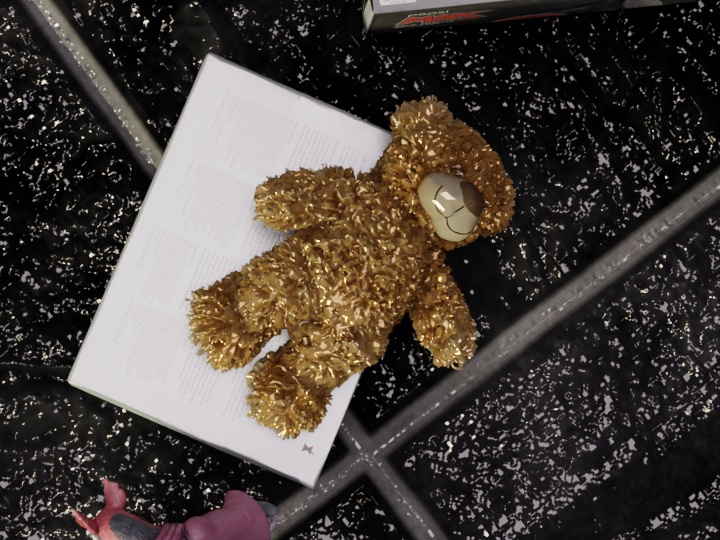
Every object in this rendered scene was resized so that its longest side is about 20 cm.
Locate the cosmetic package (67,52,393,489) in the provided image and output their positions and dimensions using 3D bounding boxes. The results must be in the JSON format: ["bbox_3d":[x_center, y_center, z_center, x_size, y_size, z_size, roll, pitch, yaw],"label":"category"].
[{"bbox_3d":[-0.056,0.001,1.322,0.150,0.052,0.201,24,85,0],"label":"cosmetic package"}]

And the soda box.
[{"bbox_3d":[0.098,-0.179,1.331,0.198,0.071,0.064,-6,86,-4],"label":"soda box"}]

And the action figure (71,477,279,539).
[{"bbox_3d":[-0.081,0.194,1.269,0.200,0.149,0.134,42,91,-14],"label":"action figure"}]

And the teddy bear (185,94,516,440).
[{"bbox_3d":[0.000,0.000,1.269,0.199,0.067,0.146,-25,92,-5],"label":"teddy bear"}]
